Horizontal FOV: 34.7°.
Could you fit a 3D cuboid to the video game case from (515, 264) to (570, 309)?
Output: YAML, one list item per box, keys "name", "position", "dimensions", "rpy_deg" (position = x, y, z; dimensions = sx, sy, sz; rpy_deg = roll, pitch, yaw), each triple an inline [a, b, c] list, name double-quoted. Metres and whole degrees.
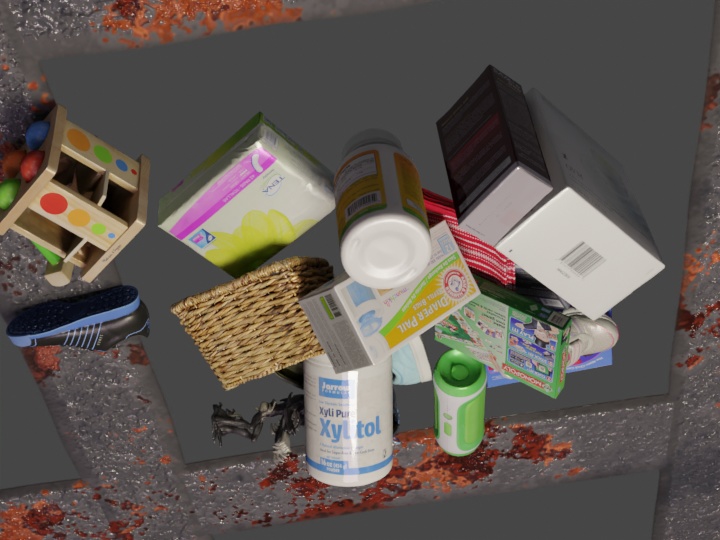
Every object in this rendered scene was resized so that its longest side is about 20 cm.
- name: "video game case"
  position: [0.189, -0.016, 1.576]
  dimensions: [0.141, 0.019, 0.200]
  rpy_deg: [8, 148, 43]

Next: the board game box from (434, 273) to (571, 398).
- name: "board game box"
  position: [0.189, 0.080, 1.570]
  dimensions: [0.198, 0.029, 0.136]
  rpy_deg: [25, 141, 26]

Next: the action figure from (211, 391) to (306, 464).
- name: "action figure"
  position: [-0.127, 0.243, 1.781]
  dimensions: [0.196, 0.104, 0.119]
  rpy_deg: [-5, 156, -1]

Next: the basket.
- name: "basket"
  position: [-0.129, 0.042, 1.570]
  dimensions: [0.198, 0.143, 0.150]
  rpy_deg: [-22, 113, 25]

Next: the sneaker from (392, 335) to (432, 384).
- name: "sneaker"
  position: [0.052, 0.107, 1.694]
  dimensions: [0.081, 0.075, 0.202]
  rpy_deg: [-17, 133, 3]

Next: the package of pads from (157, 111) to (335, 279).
- name: "package of pads"
  position: [-0.141, -0.088, 1.487]
  dimensions: [0.199, 0.069, 0.154]
  rpy_deg: [-36, 127, 26]

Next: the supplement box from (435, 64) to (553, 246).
- name: "supplement box"
  position: [0.156, -0.140, 1.381]
  dimensions: [0.060, 0.202, 0.109]
  rpy_deg: [26, 127, -28]

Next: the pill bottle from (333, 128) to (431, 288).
- name: "pill bottle"
  position: [0.023, -0.083, 1.415]
  dimensions: [0.109, 0.202, 0.112]
  rpy_deg: [-3, 131, -3]

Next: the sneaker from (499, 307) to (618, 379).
- name: "sneaker"
  position: [0.276, 0.116, 1.657]
  dimensions: [0.196, 0.089, 0.082]
  rpy_deg: [-10, 134, 3]

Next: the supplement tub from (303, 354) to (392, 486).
- name: "supplement tub"
  position: [-0.017, 0.192, 1.652]
  dimensions: [0.129, 0.132, 0.204]
  rpy_deg: [-3, 105, -4]

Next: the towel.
- name: "towel"
  position: [0.142, -0.022, 1.548]
  dimensions: [0.143, 0.023, 0.201]
  rpy_deg: [24, 151, 23]

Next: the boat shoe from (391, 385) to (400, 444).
- name: "boat shoe"
  position: [0.022, 0.238, 1.789]
  dimensions: [0.083, 0.069, 0.201]
  rpy_deg: [-22, 153, -7]

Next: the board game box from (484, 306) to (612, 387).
- name: "board game box"
  position: [0.277, 0.100, 1.736]
  dimensions: [0.196, 0.045, 0.136]
  rpy_deg: [-10, 134, 3]

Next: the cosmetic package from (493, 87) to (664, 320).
- name: "cosmetic package"
  position: [0.256, -0.084, 1.448]
  dimensions: [0.198, 0.202, 0.123]
  rpy_deg: [33, 121, -32]

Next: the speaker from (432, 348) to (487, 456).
- name: "speaker"
  position: [0.153, 0.205, 1.781]
  dimensions: [0.087, 0.090, 0.202]
  rpy_deg: [-6, 142, -1]

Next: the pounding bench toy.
- name: "pounding bench toy"
  position: [-0.382, -0.076, 1.429]
  dimensions: [0.155, 0.125, 0.200]
  rpy_deg: [30, 124, -31]

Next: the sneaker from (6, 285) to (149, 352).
- name: "sneaker"
  position: [-0.393, 0.084, 1.620]
  dimensions: [0.196, 0.071, 0.079]
  rpy_deg: [-12, 128, 4]

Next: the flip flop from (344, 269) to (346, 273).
- name: "flip flop"
  position: [0.000, 0.000, 1.588]
  dimensions: [0.056, 0.082, 0.202]
  rpy_deg: [2, 130, 15]

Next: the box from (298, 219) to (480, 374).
- name: "box"
  position: [0.040, 0.033, 1.480]
  dimensions: [0.101, 0.199, 0.114]
  rpy_deg: [-20, 100, 58]

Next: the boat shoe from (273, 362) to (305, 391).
- name: "boat shoe"
  position: [-0.063, 0.159, 1.735]
  dimensions: [0.199, 0.067, 0.072]
  rpy_deg: [26, 123, -29]
